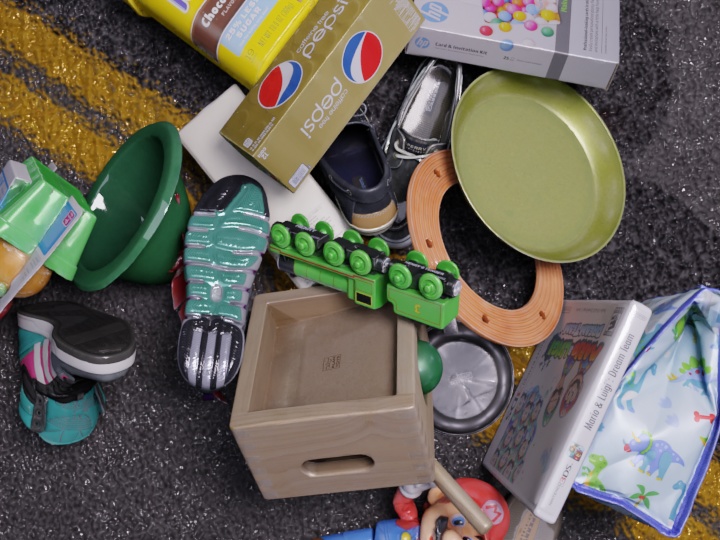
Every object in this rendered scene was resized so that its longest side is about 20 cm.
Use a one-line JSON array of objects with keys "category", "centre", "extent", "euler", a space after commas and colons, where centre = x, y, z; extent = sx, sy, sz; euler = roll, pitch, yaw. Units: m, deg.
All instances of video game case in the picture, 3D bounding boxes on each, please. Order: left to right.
[{"category": "video game case", "centre": [0.174, 0.112, 0.739], "extent": [0.023, 0.200, 0.184], "euler": [26, 87, -2]}]

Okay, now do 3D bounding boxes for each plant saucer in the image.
[{"category": "plant saucer", "centre": [0.168, -0.100, 0.806], "extent": [0.197, 0.031, 0.204], "euler": [8, 69, -22]}]

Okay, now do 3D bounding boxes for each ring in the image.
[{"category": "ring", "centre": [0.117, -0.022, 0.782], "extent": [0.198, 0.019, 0.204], "euler": [20, 55, -32]}]

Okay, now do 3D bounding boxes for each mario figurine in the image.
[{"category": "mario figurine", "centre": [0.046, 0.258, 0.774], "extent": [0.197, 0.107, 0.124], "euler": [-25, 130, 6]}]

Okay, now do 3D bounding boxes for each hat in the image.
[{"category": "hat", "centre": [-0.176, -0.018, 0.835], "extent": [0.175, 0.165, 0.202], "euler": [31, 93, -39]}]

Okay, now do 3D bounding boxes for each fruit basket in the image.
[{"category": "fruit basket", "centre": [-0.341, -0.007, 0.776], "extent": [0.200, 0.185, 0.094], "euler": [-47, 123, -4]}]

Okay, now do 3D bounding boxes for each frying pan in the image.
[{"category": "frying pan", "centre": [0.105, 0.070, 0.832], "extent": [0.113, 0.031, 0.194], "euler": [11, 89, 1]}]

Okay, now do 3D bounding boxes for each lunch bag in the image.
[{"category": "lunch bag", "centre": [0.255, 0.114, 0.753], "extent": [0.126, 0.170, 0.203], "euler": [24, 85, 2]}]

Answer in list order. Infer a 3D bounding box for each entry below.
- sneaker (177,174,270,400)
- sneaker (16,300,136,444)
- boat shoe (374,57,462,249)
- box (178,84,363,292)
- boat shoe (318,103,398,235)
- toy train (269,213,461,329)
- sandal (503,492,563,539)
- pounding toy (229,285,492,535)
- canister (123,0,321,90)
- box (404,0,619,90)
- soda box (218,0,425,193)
[{"category": "sneaker", "centre": [-0.130, 0.014, 0.762], "extent": [0.073, 0.088, 0.203], "euler": [12, 68, -7]}, {"category": "sneaker", "centre": [-0.265, 0.105, 0.772], "extent": [0.083, 0.198, 0.123], "euler": [-9, 104, -37]}, {"category": "boat shoe", "centre": [0.051, -0.123, 0.822], "extent": [0.071, 0.071, 0.204], "euler": [14, 86, 2]}, {"category": "box", "centre": [-0.087, -0.076, 0.822], "extent": [0.082, 0.068, 0.201], "euler": [-38, 86, -1]}, {"category": "boat shoe", "centre": [-0.018, -0.126, 0.799], "extent": [0.073, 0.063, 0.202], "euler": [-19, 57, -8]}, {"category": "toy train", "centre": [0.000, 0.000, 0.725], "extent": [0.198, 0.042, 0.057], "euler": [18, 123, 31]}, {"category": "sandal", "centre": [0.146, 0.305, 0.799], "extent": [0.081, 0.055, 0.203], "euler": [23, 87, 2]}, {"category": "pounding toy", "centre": [0.006, 0.123, 0.741], "extent": [0.196, 0.186, 0.144], "euler": [-8, 131, 10]}, {"category": "canister", "centre": [-0.124, -0.275, 0.807], "extent": [0.199, 0.087, 0.149], "euler": [37, 87, 16]}, {"category": "box", "centre": [0.151, -0.263, 0.815], "extent": [0.196, 0.041, 0.158], "euler": [10, 59, 3]}, {"category": "soda box", "centre": [-0.034, -0.175, 0.748], "extent": [0.201, 0.064, 0.068], "euler": [-53, 46, -2]}]
